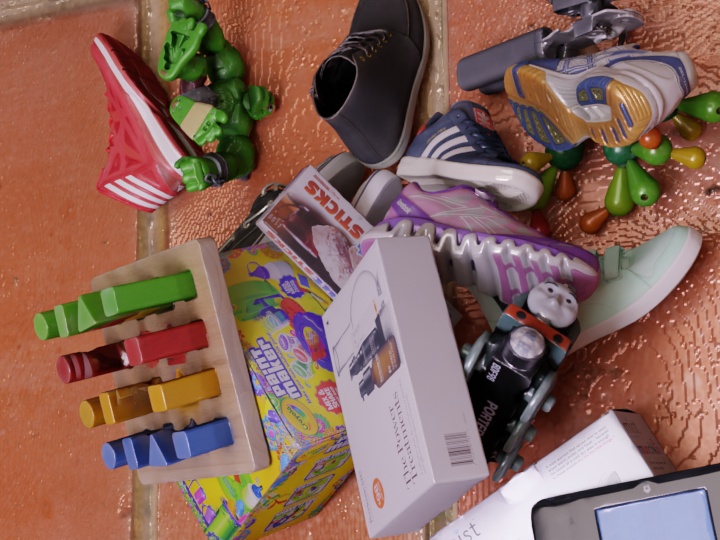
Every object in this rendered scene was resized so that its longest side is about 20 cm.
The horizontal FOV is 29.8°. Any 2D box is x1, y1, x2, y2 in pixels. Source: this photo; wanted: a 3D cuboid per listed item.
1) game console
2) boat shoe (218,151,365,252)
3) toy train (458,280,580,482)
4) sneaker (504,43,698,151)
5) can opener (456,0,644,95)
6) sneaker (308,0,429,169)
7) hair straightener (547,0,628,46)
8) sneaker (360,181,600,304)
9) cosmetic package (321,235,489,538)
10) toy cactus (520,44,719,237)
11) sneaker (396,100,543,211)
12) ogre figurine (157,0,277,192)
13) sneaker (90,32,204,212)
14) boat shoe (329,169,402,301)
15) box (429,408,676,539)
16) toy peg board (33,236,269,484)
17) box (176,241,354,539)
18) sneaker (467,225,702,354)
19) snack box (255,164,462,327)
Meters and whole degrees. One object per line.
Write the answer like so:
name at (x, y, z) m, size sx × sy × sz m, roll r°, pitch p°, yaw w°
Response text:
game console at (0.238, 0.247, 1.037) m, size 0.199 × 0.031 × 0.178 m, roll -16°, pitch 78°, yaw 22°
boat shoe at (-0.080, -0.052, 1.325) m, size 0.200 × 0.071 × 0.064 m, roll -45°, pitch 67°, yaw 16°
toy train at (0.122, 0.088, 1.101) m, size 0.085 × 0.201 × 0.114 m, roll 30°, pitch 56°, yaw 11°
sneaker at (0.198, -0.147, 1.117) m, size 0.088 × 0.076 × 0.200 m, roll -31°, pitch 24°, yaw -18°
can opener at (0.164, -0.211, 1.193) m, size 0.199 × 0.053 × 0.068 m, roll -13°, pitch 77°, yaw 50°
sneaker at (0.009, -0.207, 1.268) m, size 0.074 × 0.106 × 0.202 m, roll -9°, pitch 65°, yaw 26°
hair straightener at (0.162, -0.257, 1.228) m, size 0.200 × 0.077 × 0.041 m, roll 42°, pitch 116°, yaw 23°
sneaker at (0.104, -0.028, 1.122) m, size 0.198 × 0.081 × 0.089 m, roll 11°, pitch 55°, yaw 16°
cosmetic package at (0.030, 0.095, 1.083) m, size 0.151 × 0.051 × 0.201 m, roll 122°, pitch 139°, yaw -59°
toy cactus at (0.213, -0.127, 1.182) m, size 0.199 × 0.102 × 0.166 m, roll -33°, pitch 59°, yaw 28°
sneaker at (0.103, -0.108, 1.201) m, size 0.200 × 0.075 × 0.085 m, roll 18°, pitch 81°, yaw 60°
ogre figurine at (-0.148, -0.171, 1.349) m, size 0.098 × 0.120 × 0.201 m, roll -31°, pitch 71°, yaw 15°
sneaker at (-0.256, -0.148, 1.426) m, size 0.115 × 0.078 × 0.201 m, roll -40°, pitch 66°, yaw 15°
boat shoe at (-0.028, -0.011, 1.296) m, size 0.070 × 0.071 × 0.201 m, roll 29°, pitch 103°, yaw 25°
box at (0.189, 0.244, 1.129) m, size 0.200 × 0.097 × 0.177 m, roll -39°, pitch 67°, yaw 17°
toy peg board at (-0.194, 0.093, 1.178) m, size 0.199 × 0.097 × 0.201 m, roll -16°, pitch 87°, yaw 51°
box at (-0.097, 0.114, 1.239) m, size 0.201 × 0.121 × 0.193 m, roll 57°, pitch 137°, yaw 21°
sneaker at (0.184, -0.005, 1.155) m, size 0.200 × 0.074 × 0.118 m, roll -34°, pitch 102°, yaw 21°
snack box at (0.000, 0.000, 1.225) m, size 0.200 × 0.024 × 0.072 m, roll 44°, pitch 69°, yaw -11°
